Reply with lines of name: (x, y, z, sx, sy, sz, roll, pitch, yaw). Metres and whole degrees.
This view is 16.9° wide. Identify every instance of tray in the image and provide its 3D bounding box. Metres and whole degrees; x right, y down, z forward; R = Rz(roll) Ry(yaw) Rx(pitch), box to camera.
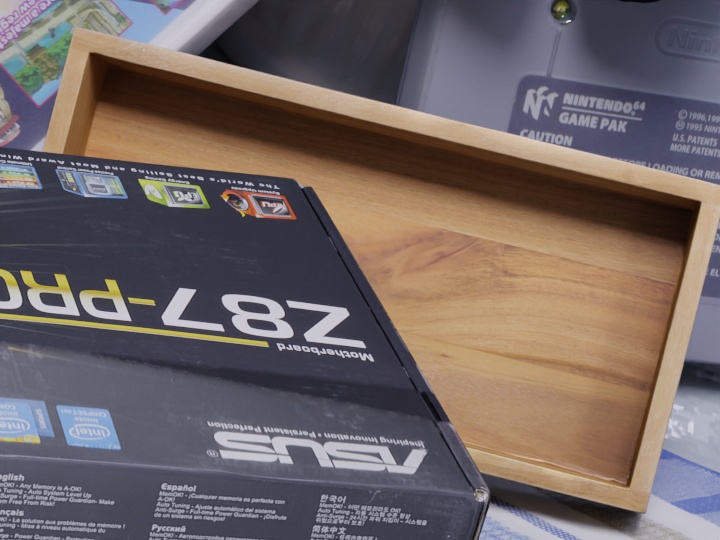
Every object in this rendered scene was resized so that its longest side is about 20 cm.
tray: (0.000, 0.000, 0.727, 0.200, 0.037, 0.099, 14, 88, 5)

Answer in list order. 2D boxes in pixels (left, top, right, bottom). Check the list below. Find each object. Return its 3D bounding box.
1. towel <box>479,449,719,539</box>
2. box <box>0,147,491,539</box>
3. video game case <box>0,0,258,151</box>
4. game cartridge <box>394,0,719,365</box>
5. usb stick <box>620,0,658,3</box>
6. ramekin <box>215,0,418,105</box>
towel: (0.062, 0.091, 0.694, 0.200, 0.024, 0.147, -7, 23, -43)
box: (-0.089, 0.021, 0.563, 0.200, 0.049, 0.161, 7, 26, -20)
video game case: (-0.106, -0.140, 0.790, 0.200, 0.023, 0.182, -42, 75, -4)
game cartridge: (0.104, -0.037, 0.807, 0.200, 0.133, 0.041, 7, 21, -20)
usb stick: (0.129, -0.137, 0.799, 0.200, 0.055, 0.033, -46, 124, -50)
ramekin: (0.039, -0.141, 0.872, 0.200, 0.105, 0.200, 12, 51, -15)
